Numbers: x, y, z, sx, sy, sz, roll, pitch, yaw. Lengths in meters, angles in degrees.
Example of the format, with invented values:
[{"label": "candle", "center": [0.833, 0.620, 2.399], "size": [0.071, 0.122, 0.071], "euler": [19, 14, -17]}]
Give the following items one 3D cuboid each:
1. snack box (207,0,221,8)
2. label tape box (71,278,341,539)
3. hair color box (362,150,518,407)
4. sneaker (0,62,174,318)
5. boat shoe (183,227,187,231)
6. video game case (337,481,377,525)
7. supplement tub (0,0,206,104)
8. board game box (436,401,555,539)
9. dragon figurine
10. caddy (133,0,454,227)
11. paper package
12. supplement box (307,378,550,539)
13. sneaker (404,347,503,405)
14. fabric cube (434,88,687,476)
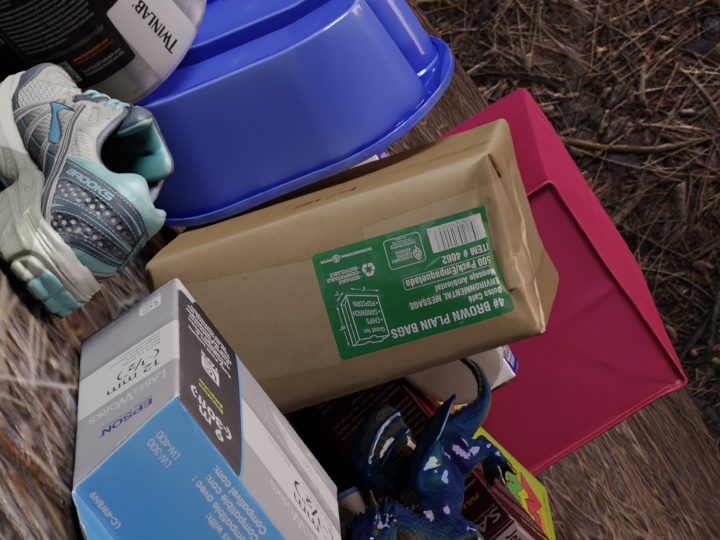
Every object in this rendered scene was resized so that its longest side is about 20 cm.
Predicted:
[{"label": "snack box", "center": [-0.128, -0.216, 1.580], "size": [0.169, 0.199, 0.068], "euler": [54, 10, -27]}, {"label": "label tape box", "center": [-0.067, 0.110, 1.252], "size": [0.144, 0.066, 0.200], "euler": [54, 8, -21]}, {"label": "hair color box", "center": [0.009, 0.012, 1.838], "size": [0.201, 0.109, 0.065], "euler": [58, 9, -2]}, {"label": "sneaker", "center": [-0.133, -0.052, 1.364], "size": [0.078, 0.086, 0.200], "euler": [53, 10, -31]}, {"label": "boat shoe", "center": [-0.052, -0.005, 1.700], "size": [0.200, 0.075, 0.062], "euler": [29, 41, -54]}, {"label": "video game case", "center": [0.037, 0.218, 1.595], "size": [0.201, 0.018, 0.143], "euler": [59, 8, 5]}, {"label": "supplement tub", "center": [-0.178, -0.182, 1.445], "size": [0.200, 0.122, 0.123], "euler": [49, 13, -45]}, {"label": "board game box", "center": [0.078, 0.164, 1.820], "size": [0.200, 0.047, 0.102], "euler": [44, 31, -56]}, {"label": "dragon figurine", "center": [0.035, 0.107, 1.542], "size": [0.099, 0.059, 0.201], "euler": [48, 48, -37]}, {"label": "caddy", "center": [-0.046, -0.095, 1.534], "size": [0.105, 0.199, 0.142], "euler": [60, 19, -27]}, {"label": "paper package", "center": [-0.002, 0.003, 1.487], "size": [0.191, 0.199, 0.104], "euler": [-57, 129, -79]}, {"label": "supplement box", "center": [0.035, 0.117, 1.677], "size": [0.200, 0.061, 0.109], "euler": [50, 4, 33]}, {"label": "sneaker", "center": [0.000, 0.000, 1.648], "size": [0.200, 0.075, 0.089], "euler": [45, 9, -24]}, {"label": "fabric cube", "center": [0.101, 0.022, 2.027], "size": [0.200, 0.196, 0.200], "euler": [55, 9, -21]}]
